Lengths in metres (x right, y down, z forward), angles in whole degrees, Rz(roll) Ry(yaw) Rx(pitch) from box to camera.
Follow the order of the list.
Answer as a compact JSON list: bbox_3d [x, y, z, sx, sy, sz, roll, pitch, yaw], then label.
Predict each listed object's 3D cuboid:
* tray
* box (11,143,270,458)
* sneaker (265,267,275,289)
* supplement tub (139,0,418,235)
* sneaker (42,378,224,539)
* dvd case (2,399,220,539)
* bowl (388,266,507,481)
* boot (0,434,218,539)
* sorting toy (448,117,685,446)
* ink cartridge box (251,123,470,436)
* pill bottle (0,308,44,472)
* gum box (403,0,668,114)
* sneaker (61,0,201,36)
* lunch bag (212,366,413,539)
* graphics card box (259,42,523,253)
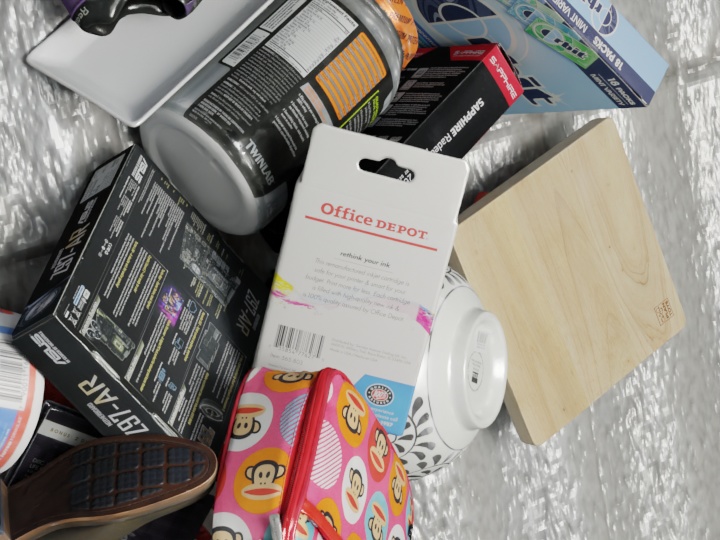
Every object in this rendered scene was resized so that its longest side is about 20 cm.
[{"bbox_3d":[-0.132,-0.180,1.390,0.200,0.107,0.022,-46,153,-26],"label":"tray"},{"bbox_3d":[-0.144,0.031,1.344,0.160,0.043,0.201,48,32,-24],"label":"box"},{"bbox_3d":[-0.032,0.091,1.480,0.095,0.079,0.201,19,81,-38],"label":"sneaker"},{"bbox_3d":[-0.055,-0.131,1.424,0.200,0.122,0.123,-45,117,-27],"label":"supplement tub"},{"bbox_3d":[-0.155,0.095,1.404,0.200,0.078,0.116,53,51,-34],"label":"sneaker"},{"bbox_3d":[-0.198,0.199,1.349,0.148,0.016,0.201,24,101,-31],"label":"dvd case"},{"bbox_3d":[0.054,0.074,1.484,0.200,0.094,0.202,2,90,-65],"label":"bowl"},{"bbox_3d":[-0.177,0.172,1.284,0.075,0.199,0.097,-95,168,-49],"label":"boot"},{"bbox_3d":[0.155,0.007,1.621,0.198,0.069,0.201,-35,113,-30],"label":"sorting toy"},{"bbox_3d":[0.000,0.000,1.355,0.114,0.068,0.201,14,105,-1],"label":"ink cartridge box"},{"bbox_3d":[-0.313,0.065,1.246,0.199,0.112,0.113,13,84,-36],"label":"pill bottle"},{"bbox_3d":[0.109,-0.188,1.496,0.170,0.199,0.045,41,69,-30],"label":"gum box"},{"bbox_3d":[-0.121,-0.220,1.374,0.199,0.076,0.088,-23,77,-18],"label":"sneaker"},{"bbox_3d":[-0.033,0.178,1.303,0.200,0.081,0.177,60,36,-50],"label":"lunch bag"},{"bbox_3d":[0.019,-0.092,1.479,0.200,0.125,0.051,-47,119,-26],"label":"graphics card box"}]
